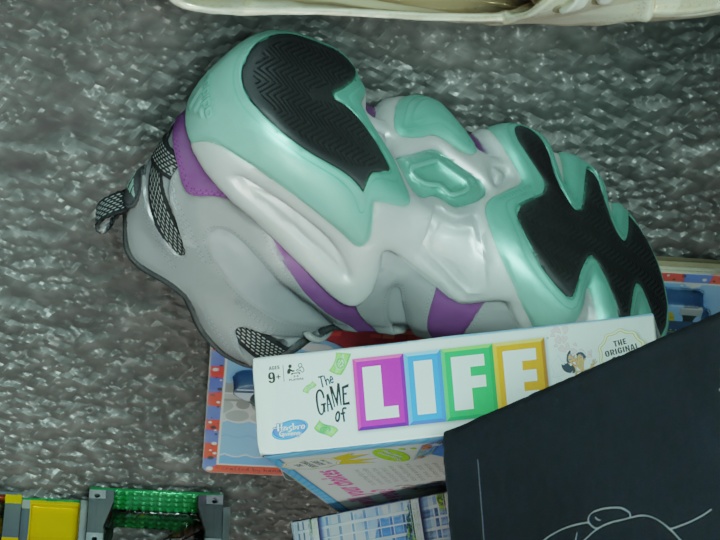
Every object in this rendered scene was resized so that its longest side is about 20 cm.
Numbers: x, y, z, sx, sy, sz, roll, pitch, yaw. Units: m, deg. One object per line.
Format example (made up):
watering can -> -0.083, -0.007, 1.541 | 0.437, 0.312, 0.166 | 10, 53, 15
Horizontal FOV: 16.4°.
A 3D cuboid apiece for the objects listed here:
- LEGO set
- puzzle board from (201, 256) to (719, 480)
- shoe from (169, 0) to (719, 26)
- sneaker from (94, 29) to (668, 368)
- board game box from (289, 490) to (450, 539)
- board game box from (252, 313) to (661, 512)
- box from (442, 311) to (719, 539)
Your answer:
LEGO set -> -0.134, 0.172, 1.061 | 0.200, 0.116, 0.154 | 9, 140, -11
puzzle board -> 0.040, 0.043, 0.984 | 0.200, 0.017, 0.151 | 3, 141, -4
shoe -> 0.034, -0.095, 0.741 | 0.200, 0.053, 0.070 | 6, 138, 18
sneaker -> 0.000, 0.000, 0.887 | 0.200, 0.078, 0.140 | 28, 135, -25
board game box -> 0.077, 0.123, 0.964 | 0.200, 0.062, 0.200 | -17, 162, 38
board game box -> 0.048, 0.060, 0.901 | 0.134, 0.034, 0.200 | -7, 166, 9
box -> 0.124, 0.098, 0.717 | 0.107, 0.149, 0.200 | 9, 158, -32
